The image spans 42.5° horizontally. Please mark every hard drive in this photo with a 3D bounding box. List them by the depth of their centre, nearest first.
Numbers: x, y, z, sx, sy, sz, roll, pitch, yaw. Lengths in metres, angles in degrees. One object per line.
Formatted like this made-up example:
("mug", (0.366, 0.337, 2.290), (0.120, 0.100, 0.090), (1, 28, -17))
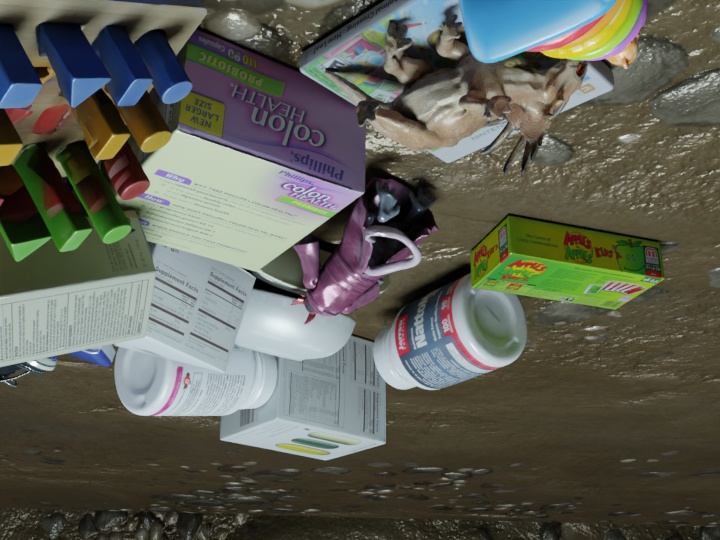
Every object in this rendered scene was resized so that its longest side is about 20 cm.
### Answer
("hard drive", (-0.334, 0.066, 0.996), (0.130, 0.026, 0.200), (21, 167, -8))

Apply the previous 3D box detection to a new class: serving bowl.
("serving bowl", (-0.108, 0.070, 1.151), (0.196, 0.067, 0.200), (14, 172, 2))

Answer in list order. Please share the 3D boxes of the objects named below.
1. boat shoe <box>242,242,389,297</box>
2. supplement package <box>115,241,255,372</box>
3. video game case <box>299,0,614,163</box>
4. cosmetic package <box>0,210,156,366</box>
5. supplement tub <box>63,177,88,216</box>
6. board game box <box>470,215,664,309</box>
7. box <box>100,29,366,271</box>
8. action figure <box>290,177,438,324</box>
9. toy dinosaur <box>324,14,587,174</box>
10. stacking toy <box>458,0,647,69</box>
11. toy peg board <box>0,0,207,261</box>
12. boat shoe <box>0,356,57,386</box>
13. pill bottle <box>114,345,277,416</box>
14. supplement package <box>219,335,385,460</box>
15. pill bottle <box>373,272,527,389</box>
("boat shoe", (-0.061, 0.004, 1.069), (0.199, 0.075, 0.063), (13, 146, -35))
("supplement package", (-0.244, 0.020, 0.998), (0.197, 0.113, 0.155), (9, 164, 36))
("video game case", (0.080, -0.163, 0.758), (0.180, 0.022, 0.198), (-21, 148, 39))
("cosmetic package", (-0.279, 0.020, 0.775), (0.197, 0.074, 0.104), (-9, 146, -28))
("supplement tub", (-0.330, -0.083, 0.795), (0.142, 0.148, 0.200), (-8, 155, 18))
("board game box", (0.237, -0.006, 1.071), (0.196, 0.049, 0.102), (8, 154, -17))
("box", (-0.119, -0.096, 0.822), (0.173, 0.099, 0.199), (16, 153, -30))
("action figure", (0.000, 0.000, 0.962), (0.133, 0.150, 0.200), (29, 121, -26))
("toy dinosaur", (0.072, -0.125, 0.721), (0.196, 0.088, 0.135), (-4, 164, 23))
("stacking toy", (0.154, -0.183, 0.636), (0.108, 0.119, 0.199), (-17, 162, 32))
("toy peg board", (-0.209, -0.092, 0.641), (0.199, 0.099, 0.199), (-41, 167, 34))
("boat shoe", (-0.392, 0.092, 0.991), (0.197, 0.063, 0.074), (7, 161, 40))
("pill bottle", (-0.207, 0.130, 1.195), (0.112, 0.116, 0.198), (-18, 162, 35))
("supplement package", (-0.082, 0.178, 1.362), (0.198, 0.154, 0.151), (19, 150, -36))
("pill bottle", (0.107, 0.087, 1.193), (0.118, 0.122, 0.199), (16, 151, -32))
